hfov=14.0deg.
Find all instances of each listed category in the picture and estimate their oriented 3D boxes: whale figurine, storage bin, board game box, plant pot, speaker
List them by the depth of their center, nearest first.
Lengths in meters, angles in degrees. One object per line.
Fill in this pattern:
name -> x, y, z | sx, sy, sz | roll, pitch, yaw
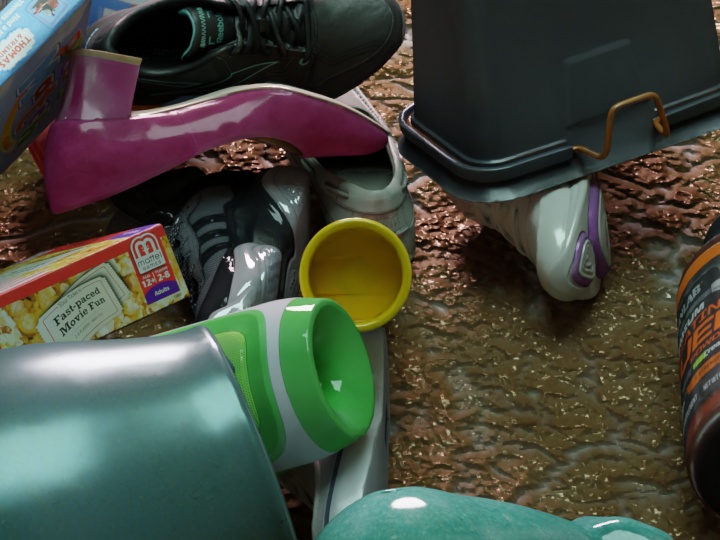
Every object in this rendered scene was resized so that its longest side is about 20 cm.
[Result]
plant pot -> -0.134, 0.119, 1.389 | 0.187, 0.201, 0.200 | -22, 40, -8
whale figurine -> 0.059, 0.147, 1.442 | 0.199, 0.105, 0.159 | -17, 5, -28
speaker -> -0.096, 0.075, 1.522 | 0.199, 0.089, 0.089 | -16, 30, 24
board game box -> -0.214, 0.038, 1.599 | 0.199, 0.047, 0.151 | -26, 8, -31
board game box -> -0.235, -0.072, 1.680 | 0.037, 0.151, 0.200 | 38, 67, 6
storage bin -> 0.122, -0.140, 1.718 | 0.199, 0.135, 0.146 | -19, 30, -19

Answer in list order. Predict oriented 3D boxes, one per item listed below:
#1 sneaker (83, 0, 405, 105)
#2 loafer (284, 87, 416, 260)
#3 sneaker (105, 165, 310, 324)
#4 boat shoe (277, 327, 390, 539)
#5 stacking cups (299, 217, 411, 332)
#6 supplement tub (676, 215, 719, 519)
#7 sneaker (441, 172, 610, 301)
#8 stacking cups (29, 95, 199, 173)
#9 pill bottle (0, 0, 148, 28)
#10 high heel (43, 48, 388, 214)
sneaker -> -0.069, -0.135, 1.751 | 0.198, 0.076, 0.079 | -9, -5, -6
loafer -> -0.006, -0.075, 1.796 | 0.069, 0.070, 0.200 | -10, 37, -12
sneaker -> -0.097, 0.001, 1.693 | 0.113, 0.076, 0.200 | 5, 31, 8
boat shoe -> -0.019, 0.094, 1.567 | 0.065, 0.072, 0.201 | -2, 35, 4
stacking cups -> 0.000, 0.000, 1.619 | 0.060, 0.061, 0.200 | 1, 2, 2
supplement tub -> 0.226, 0.045, 1.602 | 0.106, 0.108, 0.201 | 2, 35, 2
sneaker -> 0.098, -0.037, 1.756 | 0.099, 0.075, 0.200 | -7, 28, 3
stacking cups -> -0.115, -0.119, 1.815 | 0.199, 0.061, 0.061 | -27, 42, -11
pill bottle -> -0.194, -0.187, 1.915 | 0.199, 0.113, 0.112 | 18, 40, 22
high heel -> -0.084, -0.064, 1.699 | 0.199, 0.097, 0.067 | 11, -5, -19
